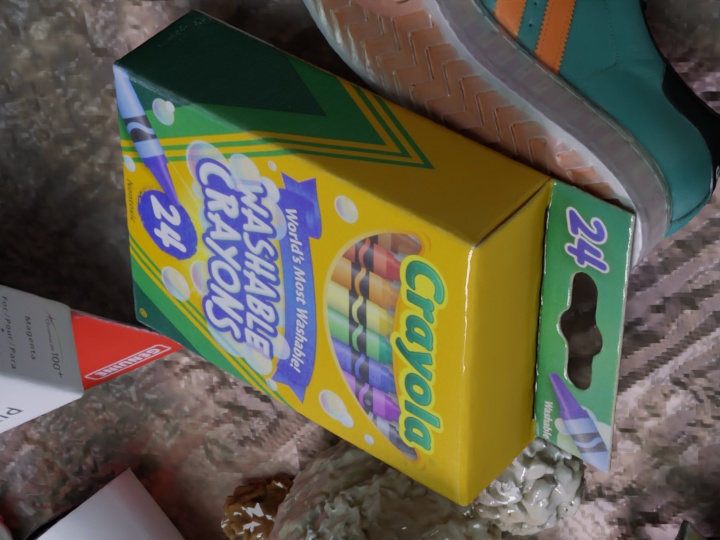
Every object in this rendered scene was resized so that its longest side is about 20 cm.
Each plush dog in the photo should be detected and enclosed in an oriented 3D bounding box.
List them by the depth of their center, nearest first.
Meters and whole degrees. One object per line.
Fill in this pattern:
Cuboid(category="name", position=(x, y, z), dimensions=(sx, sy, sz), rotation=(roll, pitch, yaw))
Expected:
Cuboid(category="plush dog", position=(0.001, 0.147, 0.860), dimensions=(0.159, 0.172, 0.201), rotation=(9, 122, 11))

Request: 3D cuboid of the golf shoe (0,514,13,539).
Cuboid(category="golf shoe", position=(-0.216, 0.195, 1.003), dimensions=(0.075, 0.092, 0.201), rotation=(18, 124, 4))

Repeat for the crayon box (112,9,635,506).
Cuboid(category="crayon box", position=(0.000, 0.000, 0.792), dimensions=(0.199, 0.052, 0.126), rotation=(27, 137, 28))

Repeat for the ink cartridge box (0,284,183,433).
Cuboid(category="ink cartridge box", position=(-0.191, 0.065, 0.881), dimensions=(0.199, 0.044, 0.173), rotation=(-23, 156, 27))

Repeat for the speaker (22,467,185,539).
Cuboid(category="speaker", position=(-0.072, 0.185, 0.933), dimensions=(0.081, 0.081, 0.200), rotation=(-39, 88, 31))

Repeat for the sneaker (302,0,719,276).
Cuboid(category="sneaker", position=(0.050, -0.091, 0.777), dimensions=(0.200, 0.080, 0.071), rotation=(48, 145, 7))

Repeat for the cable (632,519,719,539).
Cuboid(category="cable", position=(0.168, 0.167, 0.884), dimensions=(0.200, 0.050, 0.097), rotation=(44, 148, -23))
